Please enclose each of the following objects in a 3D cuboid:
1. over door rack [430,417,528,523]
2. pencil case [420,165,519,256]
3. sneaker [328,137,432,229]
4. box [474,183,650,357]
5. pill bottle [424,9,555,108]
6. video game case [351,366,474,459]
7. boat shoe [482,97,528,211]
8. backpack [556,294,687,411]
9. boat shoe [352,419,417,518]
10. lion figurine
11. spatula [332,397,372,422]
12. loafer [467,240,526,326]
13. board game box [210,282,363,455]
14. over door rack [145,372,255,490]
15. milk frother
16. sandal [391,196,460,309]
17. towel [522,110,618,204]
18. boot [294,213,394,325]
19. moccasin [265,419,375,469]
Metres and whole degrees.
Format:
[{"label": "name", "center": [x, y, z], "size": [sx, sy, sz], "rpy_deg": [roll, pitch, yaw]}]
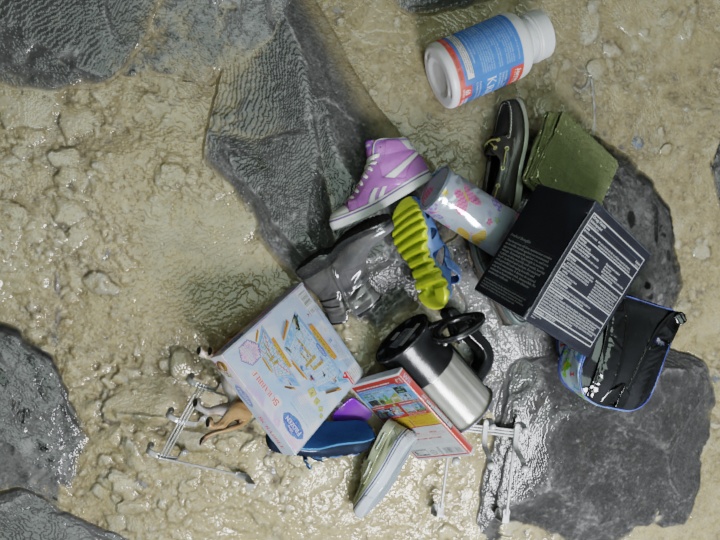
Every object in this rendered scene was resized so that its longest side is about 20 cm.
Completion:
[{"label": "over door rack", "center": [0.226, 0.376, 1.058], "size": [0.147, 0.067, 0.201], "rpy_deg": [10, 95, -10]}, {"label": "pencil case", "center": [0.198, -0.094, 0.957], "size": [0.200, 0.083, 0.091], "rpy_deg": [28, 71, -17]}, {"label": "sneaker", "center": [0.013, -0.155, 0.971], "size": [0.200, 0.073, 0.114], "rpy_deg": [-33, 98, -16]}, {"label": "box", "center": [0.324, 0.002, 0.911], "size": [0.200, 0.123, 0.199], "rpy_deg": [28, 95, -37]}, {"label": "pill bottle", "center": [0.218, -0.361, 0.957], "size": [0.200, 0.112, 0.112], "rpy_deg": [-25, 100, -5]}, {"label": "video game case", "center": [0.087, 0.256, 0.998], "size": [0.200, 0.143, 0.017], "rpy_deg": [49, 51, -12]}, {"label": "boat shoe", "center": [0.249, -0.200, 1.001], "size": [0.060, 0.072, 0.202], "rpy_deg": [-1, 99, -14]}, {"label": "backpack", "center": [0.452, 0.142, 1.037], "size": [0.183, 0.147, 0.201], "rpy_deg": [17, 90, -12]}, {"label": "boat shoe", "center": [0.034, 0.356, 1.029], "size": [0.062, 0.072, 0.200], "rpy_deg": [36, 107, 26]}, {"label": "lion figurine", "center": [-0.202, 0.182, 0.928], "size": [0.122, 0.072, 0.201], "rpy_deg": [19, 67, -42]}, {"label": "spatula", "center": [-0.062, 0.213, 1.019], "size": [0.057, 0.021, 0.200], "rpy_deg": [-44, 101, 2]}, {"label": "loafer", "center": [0.233, 0.011, 1.027], "size": [0.072, 0.063, 0.200], "rpy_deg": [-21, 84, -33]}, {"label": "board game box", "center": [-0.111, 0.157, 0.937], "size": [0.199, 0.041, 0.200], "rpy_deg": [-43, 105, -41]}, {"label": "over door rack", "center": [-0.241, 0.273, 0.978], "size": [0.200, 0.067, 0.148], "rpy_deg": [29, 90, -25]}, {"label": "milk frother", "center": [0.159, 0.165, 0.962], "size": [0.180, 0.200, 0.188], "rpy_deg": [-43, 102, -3]}, {"label": "sandal", "center": [0.119, -0.035, 1.005], "size": [0.087, 0.079, 0.201], "rpy_deg": [-21, 93, -44]}, {"label": "towel", "center": [0.376, -0.180, 1.022], "size": [0.200, 0.036, 0.149], "rpy_deg": [26, 86, -28]}, {"label": "boot", "center": [0.000, 0.000, 0.969], "size": [0.200, 0.070, 0.132], "rpy_deg": [-31, 104, 24]}, {"label": "moccasin", "center": [-0.069, 0.304, 0.985], "size": [0.199, 0.081, 0.068], "rpy_deg": [11, 122, -23]}]
